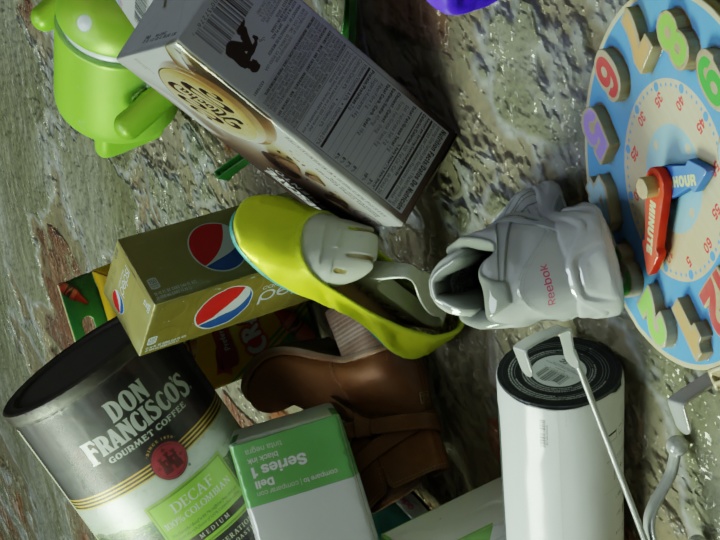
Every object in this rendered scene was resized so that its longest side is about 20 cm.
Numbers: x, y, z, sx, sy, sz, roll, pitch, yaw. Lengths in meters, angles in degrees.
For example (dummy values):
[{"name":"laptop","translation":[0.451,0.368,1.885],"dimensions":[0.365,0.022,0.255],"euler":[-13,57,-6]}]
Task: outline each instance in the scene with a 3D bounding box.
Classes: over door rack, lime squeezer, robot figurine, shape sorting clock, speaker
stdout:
[{"name":"over door rack","translation":[0.191,0.111,0.850],"dimensions":[0.200,0.067,0.148],"euler":[56,161,-24]},{"name":"lime squeezer","translation":[-0.032,-0.143,1.120],"dimensions":[0.200,0.070,0.038],"euler":[-57,27,25]},{"name":"robot figurine","translation":[-0.214,-0.195,1.372],"dimensions":[0.176,0.115,0.201],"euler":[53,150,27]},{"name":"shape sorting clock","translation":[0.163,-0.047,0.805],"dimensions":[0.200,0.039,0.201],"euler":[168,90,-70]},{"name":"speaker","translation":[0.132,0.148,1.001],"dimensions":[0.081,0.081,0.201],"euler":[36,140,49]}]

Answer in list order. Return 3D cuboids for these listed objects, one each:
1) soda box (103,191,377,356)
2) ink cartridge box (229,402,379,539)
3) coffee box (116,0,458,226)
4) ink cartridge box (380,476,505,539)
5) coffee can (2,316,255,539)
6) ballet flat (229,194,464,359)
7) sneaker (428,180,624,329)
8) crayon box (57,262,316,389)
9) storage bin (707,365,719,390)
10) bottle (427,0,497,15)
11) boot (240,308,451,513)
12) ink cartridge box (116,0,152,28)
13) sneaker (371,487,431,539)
[{"name":"soda box","translation":[-0.089,-0.006,1.172],"dimensions":[0.064,0.199,0.068],"euler":[55,145,24]},{"name":"ink cartridge box","translation":[-0.028,0.205,1.116],"dimensions":[0.146,0.084,0.201],"euler":[144,110,-86]},{"name":"coffee box","translation":[-0.048,-0.117,1.032],"dimensions":[0.200,0.080,0.113],"euler":[38,165,-25]},{"name":"ink cartridge box","translation":[0.098,0.266,1.113],"dimensions":[0.067,0.117,0.201],"euler":[13,120,62]},{"name":"coffee can","translation":[-0.164,0.148,1.218],"dimensions":[0.201,0.146,0.146],"euler":[56,157,-14]},{"name":"ballet flat","translation":[0.000,0.000,1.071],"dimensions":[0.067,0.067,0.200],"euler":[-14,142,42]},{"name":"sneaker","translation":[0.085,-0.006,0.913],"dimensions":[0.200,0.099,0.078],"euler":[-159,57,-84]},{"name":"crayon box","translation":[-0.145,0.039,1.319],"dimensions":[0.051,0.199,0.128],"euler":[13,121,62]},{"name":"storage bin","translation":[0.275,0.099,0.664],"dimensions":[0.201,0.093,0.198],"euler":[67,154,5]},{"name":"bottle","translation":[0.024,-0.246,0.921],"dimensions":[0.200,0.065,0.084],"euler":[56,151,25]},{"name":"boot","translation":[-0.016,0.121,1.230],"dimensions":[0.200,0.073,0.156],"euler":[-38,69,48]},{"name":"ink cartridge box","translation":[-0.151,-0.270,1.222],"dimensions":[0.200,0.084,0.145],"euler":[54,149,27]},{"name":"sneaker","translation":[-0.025,0.207,1.274],"dimensions":[0.200,0.121,0.084],"euler":[33,164,50]}]
